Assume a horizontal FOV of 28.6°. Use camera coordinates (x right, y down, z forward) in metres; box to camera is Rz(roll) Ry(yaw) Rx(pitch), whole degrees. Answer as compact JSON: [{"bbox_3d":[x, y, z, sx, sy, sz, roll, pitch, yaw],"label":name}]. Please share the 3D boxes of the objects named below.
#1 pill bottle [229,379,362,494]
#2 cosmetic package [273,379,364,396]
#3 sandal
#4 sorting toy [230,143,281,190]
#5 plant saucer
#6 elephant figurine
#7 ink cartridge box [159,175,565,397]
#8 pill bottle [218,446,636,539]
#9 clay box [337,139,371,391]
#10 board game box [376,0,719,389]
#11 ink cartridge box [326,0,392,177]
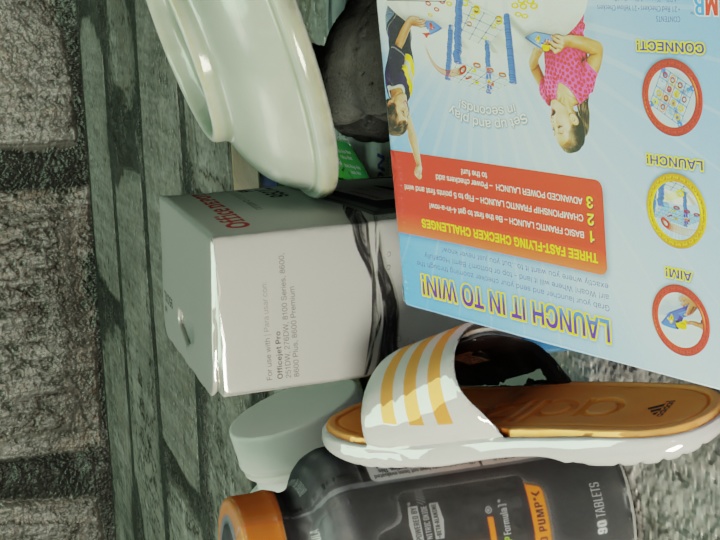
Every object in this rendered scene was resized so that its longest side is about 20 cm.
[{"bbox_3d":[-0.007,0.172,0.848,0.112,0.111,0.202,-160,50,-71],"label":"pill bottle"},{"bbox_3d":[-0.012,0.134,0.943,0.083,0.050,0.202,-143,34,-69],"label":"cosmetic package"},{"bbox_3d":[0.070,0.050,0.652,0.205,0.079,0.060,-6,104,36],"label":"sandal"},{"bbox_3d":[-0.056,-0.024,1.096,0.200,0.069,0.202,-125,31,-86],"label":"sorting toy"},{"bbox_3d":[-0.073,-0.124,0.718,0.200,0.050,0.202,157,90,-80],"label":"plant saucer"},{"bbox_3d":[0.034,-0.173,0.752,0.154,0.141,0.203,4,83,44],"label":"elephant figurine"},{"bbox_3d":[0.000,0.000,0.767,0.144,0.198,0.085,-151,56,-68],"label":"ink cartridge box"},{"bbox_3d":[0.030,0.136,0.714,0.106,0.197,0.108,174,90,-73],"label":"pill bottle"},{"bbox_3d":[0.000,0.013,0.924,0.202,0.047,0.115,66,166,-13],"label":"clay box"},{"bbox_3d":[0.091,-0.070,0.563,0.199,0.055,0.198,15,116,50],"label":"board game box"},{"bbox_3d":[0.006,-0.126,0.973,0.200,0.040,0.202,-143,49,-67],"label":"ink cartridge box"}]
